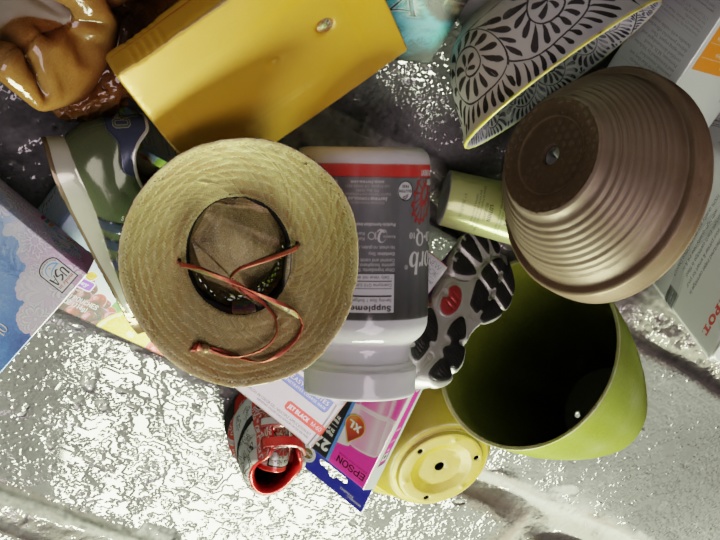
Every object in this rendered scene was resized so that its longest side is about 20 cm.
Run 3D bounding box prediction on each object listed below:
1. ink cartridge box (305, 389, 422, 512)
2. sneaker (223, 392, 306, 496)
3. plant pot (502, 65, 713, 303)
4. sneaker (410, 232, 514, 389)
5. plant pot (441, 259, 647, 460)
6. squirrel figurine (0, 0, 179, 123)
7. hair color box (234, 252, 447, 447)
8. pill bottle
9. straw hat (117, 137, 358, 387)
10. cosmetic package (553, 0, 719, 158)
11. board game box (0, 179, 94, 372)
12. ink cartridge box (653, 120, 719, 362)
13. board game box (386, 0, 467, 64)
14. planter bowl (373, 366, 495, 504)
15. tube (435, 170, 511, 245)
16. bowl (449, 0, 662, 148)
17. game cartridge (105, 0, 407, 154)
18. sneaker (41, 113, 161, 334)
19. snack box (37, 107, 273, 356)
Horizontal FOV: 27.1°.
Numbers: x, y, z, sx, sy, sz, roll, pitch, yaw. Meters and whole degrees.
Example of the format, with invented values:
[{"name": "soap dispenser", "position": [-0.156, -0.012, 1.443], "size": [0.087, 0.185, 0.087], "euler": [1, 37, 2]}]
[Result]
[{"name": "ink cartridge box", "position": [-0.005, 0.138, 1.447], "size": [0.037, 0.094, 0.202], "euler": [-26, 146, -53]}, {"name": "sneaker", "position": [-0.069, 0.114, 1.392], "size": [0.066, 0.108, 0.203], "euler": [8, 122, -26]}, {"name": "plant pot", "position": [0.184, -0.081, 1.239], "size": [0.092, 0.202, 0.201], "euler": [19, 118, -43]}, {"name": "sneaker", "position": [0.071, 0.033, 1.371], "size": [0.083, 0.200, 0.081], "euler": [-19, 112, 47]}, {"name": "plant pot", "position": [0.203, 0.109, 1.467], "size": [0.187, 0.188, 0.200], "euler": [-40, 144, 11]}, {"name": "squirrel figurine", "position": [-0.191, -0.209, 1.112], "size": [0.187, 0.142, 0.200], "euler": [-44, 143, 1]}, {"name": "hair color box", "position": [-0.028, 0.041, 1.324], "size": [0.110, 0.064, 0.201], "euler": [37, 87, -12]}, {"name": "pill bottle", "position": [0.000, 0.000, 1.234], "size": [0.114, 0.116, 0.203], "euler": [-1, 95, -20]}, {"name": "straw hat", "position": [-0.098, -0.018, 1.176], "size": [0.198, 0.085, 0.204], "euler": [-3, 111, -8]}, {"name": "cosmetic package", "position": [0.269, -0.161, 1.322], "size": [0.101, 0.071, 0.201], "euler": [1, 128, -48]}, {"name": "board game box", "position": [-0.351, 0.002, 1.198], "size": [0.198, 0.043, 0.200], "euler": [40, 107, -15]}, {"name": "ink cartridge box", "position": [0.340, -0.028, 1.382], "size": [0.083, 0.201, 0.146], "euler": [9, 122, -26]}, {"name": "board game box", "position": [-0.013, -0.222, 1.175], "size": [0.197, 0.029, 0.136], "euler": [3, 151, -19]}, {"name": "planter bowl", "position": [0.068, 0.173, 1.505], "size": [0.198, 0.084, 0.202], "euler": [-10, 128, -13]}, {"name": "tube", "position": [0.169, -0.045, 1.363], "size": [0.197, 0.052, 0.058], "euler": [14, 145, -7]}, {"name": "bowl", "position": [0.141, -0.197, 1.229], "size": [0.200, 0.201, 0.095], "euler": [-35, 86, 7]}, {"name": "game cartridge", "position": [-0.072, -0.165, 1.122], "size": [0.199, 0.033, 0.177], "euler": [-33, 150, 0]}, {"name": "sneaker", "position": [-0.173, -0.039, 1.179], "size": [0.089, 0.067, 0.202], "euler": [-24, 131, -5]}, {"name": "snack box", "position": [-0.171, -0.023, 1.278], "size": [0.199, 0.068, 0.169], "euler": [28, 112, -35]}]
